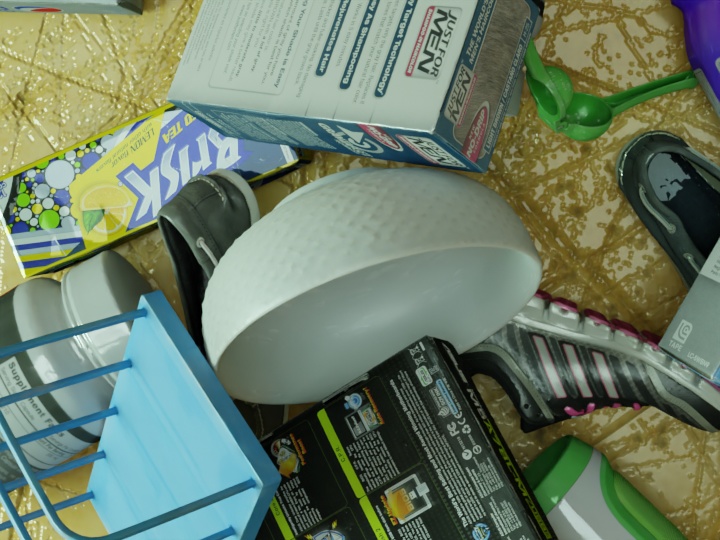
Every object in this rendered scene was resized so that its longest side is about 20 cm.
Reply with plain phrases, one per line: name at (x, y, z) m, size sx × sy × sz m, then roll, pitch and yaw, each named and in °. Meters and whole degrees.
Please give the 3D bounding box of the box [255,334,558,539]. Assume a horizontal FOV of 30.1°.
box at (0.013, 0.171, 0.785) m, size 0.193 × 0.047 × 0.201 m, roll -34°, pitch 73°, yaw 15°

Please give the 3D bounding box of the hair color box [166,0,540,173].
hair color box at (-0.008, -0.120, 0.754) m, size 0.199 × 0.060 × 0.101 m, roll 12°, pitch 79°, yaw 39°

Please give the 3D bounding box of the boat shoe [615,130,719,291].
boat shoe at (0.238, -0.006, 0.849) m, size 0.073 × 0.062 × 0.200 m, roll -41°, pitch 91°, yaw 4°

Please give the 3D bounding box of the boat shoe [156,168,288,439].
boat shoe at (-0.092, 0.033, 0.852) m, size 0.067 × 0.057 × 0.201 m, roll 22°, pitch 130°, yaw 39°

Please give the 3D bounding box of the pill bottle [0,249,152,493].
pill bottle at (-0.223, 0.076, 0.875) m, size 0.199 × 0.114 × 0.114 m, roll -31°, pitch 91°, yaw 7°

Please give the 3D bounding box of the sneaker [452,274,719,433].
sneaker at (0.140, 0.070, 0.862) m, size 0.199 × 0.074 × 0.088 m, roll 22°, pitch 96°, yaw 8°

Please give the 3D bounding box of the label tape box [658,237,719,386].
label tape box at (0.291, -0.003, 0.794) m, size 0.144 × 0.063 × 0.201 m, roll 28°, pitch 94°, yaw -24°

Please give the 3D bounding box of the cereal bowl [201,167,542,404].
cereal bowl at (0.000, 0.000, 0.781) m, size 0.199 × 0.200 × 0.084 m, roll -22°, pitch 66°, yaw 7°

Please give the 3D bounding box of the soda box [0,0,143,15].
soda box at (-0.244, -0.206, 0.879) m, size 0.198 × 0.063 × 0.069 m, roll 2°, pitch 94°, yaw 6°

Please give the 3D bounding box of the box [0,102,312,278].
box at (-0.136, -0.064, 0.880) m, size 0.199 × 0.064 × 0.071 m, roll -22°, pitch 92°, yaw 7°

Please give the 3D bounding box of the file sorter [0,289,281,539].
file sorter at (-0.152, 0.140, 0.765) m, size 0.139 × 0.122 × 0.201 m, roll 52°, pitch 139°, yaw 27°

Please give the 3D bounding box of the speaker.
speaker at (0.182, 0.200, 0.858) m, size 0.200 × 0.088 × 0.088 m, roll 44°, pitch 97°, yaw 1°

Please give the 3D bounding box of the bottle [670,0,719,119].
bottle at (0.247, -0.141, 0.836) m, size 0.083 × 0.065 × 0.201 m, roll -30°, pitch 91°, yaw 2°

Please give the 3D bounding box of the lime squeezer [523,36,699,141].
lime squeezer at (0.134, -0.113, 0.809) m, size 0.071 × 0.199 × 0.038 m, roll -41°, pitch 55°, yaw 31°

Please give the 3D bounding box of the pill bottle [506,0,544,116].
pill bottle at (0.061, -0.200, 0.825) m, size 0.113 × 0.114 × 0.202 m, roll 6°, pitch 96°, yaw 5°
